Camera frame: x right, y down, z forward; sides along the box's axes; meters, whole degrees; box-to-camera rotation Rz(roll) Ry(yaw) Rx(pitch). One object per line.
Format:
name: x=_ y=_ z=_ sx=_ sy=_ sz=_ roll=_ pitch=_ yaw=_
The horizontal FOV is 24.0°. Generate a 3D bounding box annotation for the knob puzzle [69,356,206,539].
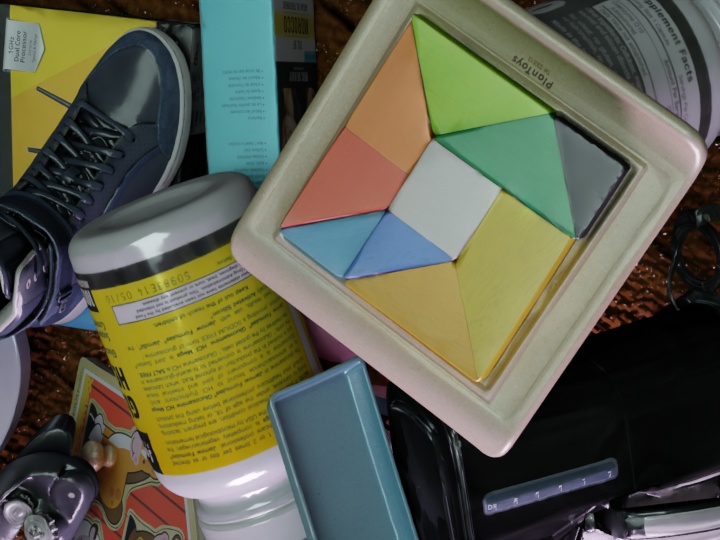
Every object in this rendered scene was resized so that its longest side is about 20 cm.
knob puzzle: x=-0.154 y=0.168 z=1.061 sx=0.219 sy=0.030 sz=0.222 roll=-10 pitch=77 yaw=52

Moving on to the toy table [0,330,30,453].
toy table: x=-0.303 y=0.102 z=1.052 sx=0.183 sy=0.117 sz=0.201 roll=32 pitch=108 yaw=2

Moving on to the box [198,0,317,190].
box: x=-0.062 y=-0.144 z=1.039 sx=0.049 sy=0.082 sz=0.202 roll=-1 pitch=96 yaw=17

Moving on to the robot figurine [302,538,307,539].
robot figurine: x=-0.039 y=0.223 z=1.027 sx=0.200 sy=0.124 sz=0.152 roll=-33 pitch=51 yaw=53

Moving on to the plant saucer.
plant saucer: x=0.001 y=0.153 z=0.931 sx=0.019 sy=0.070 sz=0.202 roll=-13 pitch=96 yaw=51

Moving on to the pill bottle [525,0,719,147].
pill bottle: x=0.128 y=-0.098 z=0.938 sx=0.199 sy=0.114 sz=0.115 roll=-23 pitch=91 yaw=-26

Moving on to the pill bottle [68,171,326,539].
pill bottle: x=-0.081 y=0.055 z=0.962 sx=0.111 sy=0.113 sz=0.202 roll=-16 pitch=103 yaw=15

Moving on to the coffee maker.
coffee maker: x=0.119 y=0.083 z=0.965 sx=0.198 sy=0.135 sz=0.194 roll=-11 pitch=79 yaw=-17

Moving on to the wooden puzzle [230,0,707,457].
wooden puzzle: x=0.045 y=-0.033 z=0.843 sx=0.184 sy=0.037 sz=0.201 roll=36 pitch=110 yaw=13

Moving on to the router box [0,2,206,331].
router box: x=-0.176 y=-0.065 z=1.092 sx=0.148 sy=0.051 sz=0.202 roll=7 pitch=99 yaw=13

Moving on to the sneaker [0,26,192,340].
sneaker: x=-0.176 y=-0.048 z=0.991 sx=0.076 sy=0.146 sz=0.204 roll=29 pitch=103 yaw=13

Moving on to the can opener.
can opener: x=-0.225 y=0.187 z=1.083 sx=0.063 sy=0.079 sz=0.201 roll=31 pitch=112 yaw=0

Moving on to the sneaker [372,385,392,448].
sneaker: x=-0.065 y=0.123 z=1.070 sx=0.198 sy=0.080 sz=0.072 roll=-20 pitch=93 yaw=16

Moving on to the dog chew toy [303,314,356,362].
dog chew toy: x=0.000 y=0.000 z=1.026 sx=0.198 sy=0.124 sz=0.126 roll=-18 pitch=92 yaw=24
